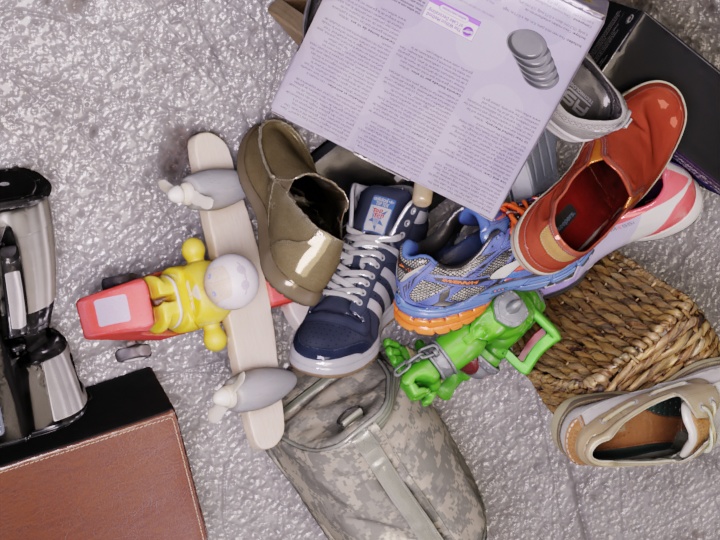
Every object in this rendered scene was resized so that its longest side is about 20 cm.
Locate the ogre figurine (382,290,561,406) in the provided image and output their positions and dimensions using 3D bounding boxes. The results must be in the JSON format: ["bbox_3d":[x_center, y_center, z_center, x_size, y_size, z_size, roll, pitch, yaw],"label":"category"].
[{"bbox_3d":[0.096,0.056,1.738,0.120,0.098,0.200,-36,156,11],"label":"ogre figurine"}]

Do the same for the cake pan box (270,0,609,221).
[{"bbox_3d":[0.052,-0.158,1.512,0.199,0.052,0.185,25,117,-2],"label":"cake pan box"}]

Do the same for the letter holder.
[{"bbox_3d":[-0.241,0.189,1.728,0.199,0.101,0.143,-18,113,-12],"label":"letter holder"}]

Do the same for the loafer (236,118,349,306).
[{"bbox_3d":[-0.046,-0.056,1.663,0.076,0.201,0.067,28,121,-36],"label":"loafer"}]

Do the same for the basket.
[{"bbox_3d":[0.230,0.092,1.792,0.143,0.200,0.149,-40,114,-4],"label":"basket"}]

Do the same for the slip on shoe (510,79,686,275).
[{"bbox_3d":[0.196,-0.074,1.629,0.074,0.061,0.200,49,65,-13],"label":"slip on shoe"}]

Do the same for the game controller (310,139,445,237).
[{"bbox_3d":[0.035,-0.095,1.767,0.200,0.042,0.104,-39,99,-4],"label":"game controller"}]

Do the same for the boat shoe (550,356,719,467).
[{"bbox_3d":[0.256,0.122,1.664,0.199,0.068,0.075,-14,109,-12],"label":"boat shoe"}]

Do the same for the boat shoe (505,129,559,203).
[{"bbox_3d":[0.126,-0.090,1.735,0.072,0.062,0.201,-24,109,-53],"label":"boat shoe"}]

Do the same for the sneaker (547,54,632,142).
[{"bbox_3d":[0.128,-0.169,1.560,0.200,0.082,0.075,32,81,-24],"label":"sneaker"}]

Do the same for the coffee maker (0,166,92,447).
[{"bbox_3d":[-0.323,0.034,1.652,0.191,0.135,0.201,-4,108,8],"label":"coffee maker"}]

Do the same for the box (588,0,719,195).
[{"bbox_3d":[0.258,-0.144,1.761,0.200,0.141,0.079,34,94,-23],"label":"box"}]

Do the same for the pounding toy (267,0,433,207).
[{"bbox_3d":[0.040,-0.183,1.647,0.184,0.200,0.142,-45,114,0],"label":"pounding toy"}]

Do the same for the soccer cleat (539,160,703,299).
[{"bbox_3d":[0.192,-0.038,1.782,0.199,0.069,0.073,-26,145,18],"label":"soccer cleat"}]

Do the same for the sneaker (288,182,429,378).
[{"bbox_3d":[0.000,0.000,1.670,0.070,0.200,0.109,15,121,20],"label":"sneaker"}]

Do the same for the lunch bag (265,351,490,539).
[{"bbox_3d":[0.018,0.174,1.768,0.139,0.168,0.200,-34,114,-5],"label":"lunch bag"}]

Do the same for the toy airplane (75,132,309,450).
[{"bbox_3d":[-0.103,0.017,1.694,0.200,0.141,0.200,36,72,-9],"label":"toy airplane"}]

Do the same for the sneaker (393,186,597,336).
[{"bbox_3d":[0.112,-0.023,1.647,0.199,0.075,0.079,-31,134,-18],"label":"sneaker"}]
